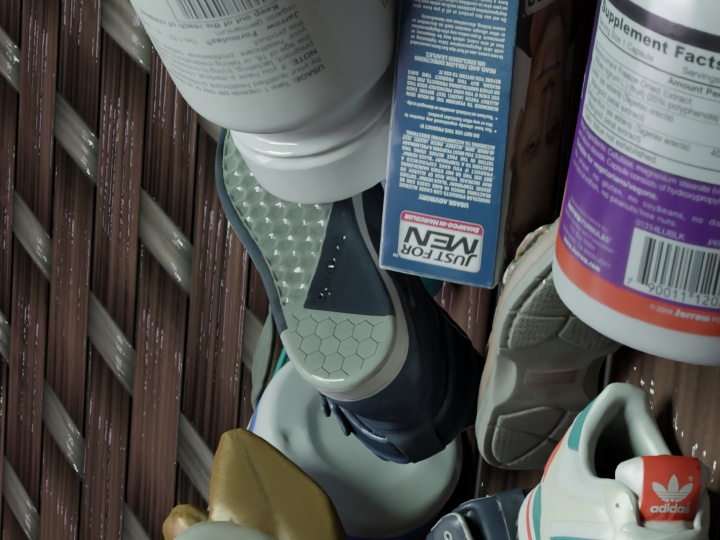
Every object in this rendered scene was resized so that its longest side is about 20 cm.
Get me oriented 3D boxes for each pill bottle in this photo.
[{"bbox_3d":[-0.024,0.137,1.486,0.200,0.113,0.114,117,144,-53],"label":"pill bottle"},{"bbox_3d":[0.140,-0.075,1.023,0.111,0.111,0.201,-126,39,-55],"label":"pill bottle"},{"bbox_3d":[-0.043,-0.127,1.219,0.200,0.114,0.115,63,-179,-46],"label":"pill bottle"}]

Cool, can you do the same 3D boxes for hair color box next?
[{"bbox_3d":[0.059,-0.103,1.244,0.100,0.060,0.201,-37,-44,-62],"label":"hair color box"}]

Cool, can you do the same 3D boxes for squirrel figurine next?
[{"bbox_3d":[-0.042,0.208,1.373,0.200,0.142,0.187,30,150,15],"label":"squirrel figurine"}]

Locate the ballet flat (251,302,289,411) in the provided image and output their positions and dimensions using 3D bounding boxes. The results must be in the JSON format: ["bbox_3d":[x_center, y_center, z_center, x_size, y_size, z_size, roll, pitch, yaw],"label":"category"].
[{"bbox_3d":[-0.024,0.013,1.538,0.200,0.067,0.064,114,157,-48],"label":"ballet flat"}]

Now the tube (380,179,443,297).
[{"bbox_3d":[0.047,-0.069,1.371,0.078,0.050,0.200,52,139,31],"label":"tube"}]

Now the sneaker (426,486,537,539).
[{"bbox_3d":[0.087,0.176,1.246,0.202,0.077,0.147,180,85,-70],"label":"sneaker"}]

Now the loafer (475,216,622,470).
[{"bbox_3d":[0.089,0.015,1.238,0.200,0.072,0.063,109,157,-51],"label":"loafer"}]

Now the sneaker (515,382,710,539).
[{"bbox_3d":[0.117,0.130,1.151,0.200,0.070,0.094,-102,26,-52],"label":"sneaker"}]

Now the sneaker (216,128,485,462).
[{"bbox_3d":[-0.001,0.001,1.353,0.146,0.077,0.203,45,-155,-54],"label":"sneaker"}]
